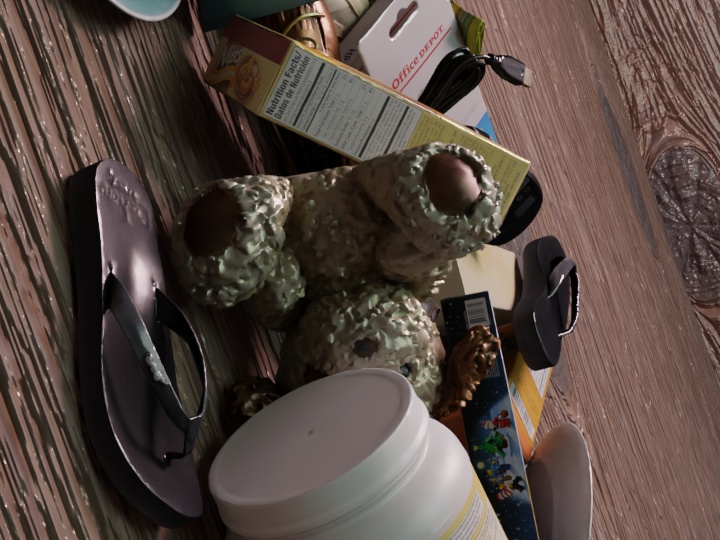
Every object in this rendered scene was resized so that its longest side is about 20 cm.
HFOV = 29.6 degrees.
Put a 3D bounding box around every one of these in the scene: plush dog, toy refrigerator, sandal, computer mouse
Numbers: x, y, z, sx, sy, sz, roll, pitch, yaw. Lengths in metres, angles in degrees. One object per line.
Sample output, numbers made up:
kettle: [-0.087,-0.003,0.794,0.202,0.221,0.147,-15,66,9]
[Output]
plush dog: [-0.009,0.023,0.844,0.160,0.199,0.172,157,-78,-83]
toy refrigerator: [0.082,0.012,1.196,0.200,0.076,0.070,14,60,-67]
sandal: [0.177,0.029,1.235,0.076,0.043,0.200,64,21,-20]
sandal: [-0.112,0.033,0.705,0.076,0.043,0.201,21,53,-65]
computer mouse: [0.094,-0.104,1.086,0.200,0.141,0.046,24,19,-47]

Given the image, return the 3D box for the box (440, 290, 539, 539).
box: [0.098,0.134,0.992,0.137,0.038,0.200,72,8,-63]

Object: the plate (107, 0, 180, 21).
plate: [-0.169,-0.243,0.829,0.200,0.026,0.200,53,27,-43]

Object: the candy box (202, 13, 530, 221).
candy box: [0.004,-0.101,0.925,0.200,0.055,0.115,22,7,-29]

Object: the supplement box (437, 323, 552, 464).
supplement box: [0.125,0.112,1.235,0.069,0.066,0.200,65,20,-11]

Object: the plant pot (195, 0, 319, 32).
plant pot: [-0.025,-0.269,0.907,0.141,0.199,0.142,98,-21,-72]

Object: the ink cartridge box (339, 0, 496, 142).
ink cartridge box: [0.033,-0.144,1.108,0.116,0.068,0.200,-53,140,-28]

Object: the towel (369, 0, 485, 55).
towel: [0.025,-0.241,1.149,0.200,0.018,0.086,41,-21,15]

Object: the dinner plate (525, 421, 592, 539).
dinner plate: [0.146,0.222,1.118,0.200,0.024,0.201,-170,-90,-81]

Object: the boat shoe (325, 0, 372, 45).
boat shoe: [-0.007,-0.178,1.158,0.065,0.072,0.200,-61,148,-14]

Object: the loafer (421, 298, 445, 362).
loafer: [0.032,0.077,0.978,0.200,0.072,0.073,-56,169,-59]

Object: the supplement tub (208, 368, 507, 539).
supplement tub: [0.013,0.171,0.765,0.200,0.145,0.145,64,21,-20]

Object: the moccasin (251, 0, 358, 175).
moccasin: [-0.052,-0.143,0.996,0.078,0.073,0.202,-68,146,-73]
